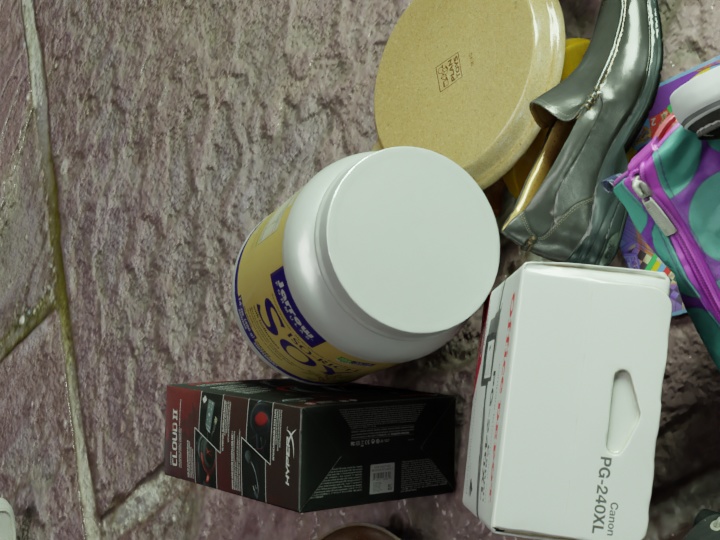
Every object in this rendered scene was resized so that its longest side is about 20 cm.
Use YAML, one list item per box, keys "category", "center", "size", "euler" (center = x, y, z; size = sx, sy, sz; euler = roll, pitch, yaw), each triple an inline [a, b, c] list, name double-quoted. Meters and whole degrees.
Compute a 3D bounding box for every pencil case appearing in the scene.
- category: "pencil case"
  center: [0.211, 0.014, 0.664]
  size: [0.085, 0.092, 0.201]
  euler: [-44, 68, 53]

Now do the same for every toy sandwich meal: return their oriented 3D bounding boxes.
- category: "toy sandwich meal"
  center: [0.087, -0.131, 0.914]
  size: [0.204, 0.070, 0.207]
  euler: [-17, 66, 44]

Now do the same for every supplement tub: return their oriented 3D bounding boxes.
- category: "supplement tub"
  center: [0.000, 0.000, 0.871]
  size: [0.200, 0.144, 0.147]
  euler: [150, 123, -66]

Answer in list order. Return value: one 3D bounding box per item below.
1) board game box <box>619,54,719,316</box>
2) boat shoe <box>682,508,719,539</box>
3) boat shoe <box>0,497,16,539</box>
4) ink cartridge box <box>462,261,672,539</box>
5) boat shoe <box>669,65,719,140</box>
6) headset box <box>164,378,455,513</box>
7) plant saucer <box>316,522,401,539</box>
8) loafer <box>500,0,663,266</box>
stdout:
- category: "board game box"
  center: [0.222, -0.066, 0.748]
  size: [0.199, 0.039, 0.159]
  euler: [-22, 65, 45]
- category: "boat shoe"
  center: [0.203, 0.165, 0.695]
  size: [0.200, 0.073, 0.061]
  euler: [-40, 57, 48]
- category: "boat shoe"
  center: [-0.420, 0.361, 1.401]
  size: [0.069, 0.070, 0.201]
  euler: [22, 106, 49]
- category: "ink cartridge box"
  center: [0.114, 0.079, 0.728]
  size: [0.200, 0.083, 0.146]
  euler: [86, -168, -83]
- category: "boat shoe"
  center: [0.259, -0.082, 0.619]
  size: [0.070, 0.199, 0.067]
  euler: [115, 145, -77]
- category: "headset box"
  center: [-0.048, 0.126, 0.937]
  size: [0.199, 0.148, 0.076]
  euler: [1, 90, 51]
- category: "plant saucer"
  center: [0.007, 0.292, 0.926]
  size: [0.200, 0.034, 0.202]
  euler: [-14, 71, 48]
- category: "loafer"
  center: [0.146, -0.102, 0.804]
  size: [0.073, 0.072, 0.201]
  euler: [136, 148, -77]
